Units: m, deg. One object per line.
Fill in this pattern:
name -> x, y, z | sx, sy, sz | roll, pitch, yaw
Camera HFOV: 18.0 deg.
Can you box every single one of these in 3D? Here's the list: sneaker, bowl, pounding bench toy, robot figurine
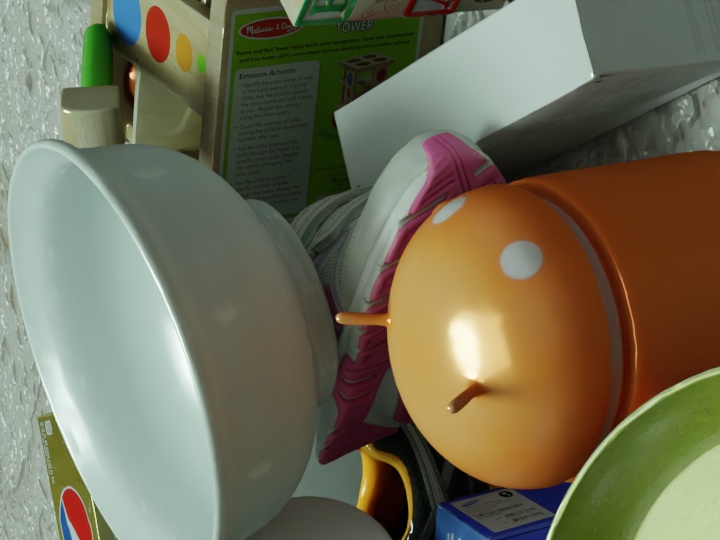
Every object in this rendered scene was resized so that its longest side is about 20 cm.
sneaker -> 0.000, 0.000, 0.996 | 0.088, 0.081, 0.201 | 54, 145, 22
bowl -> -0.071, 0.027, 0.975 | 0.201, 0.090, 0.202 | 45, 146, 42
pounding bench toy -> -0.086, -0.104, 1.125 | 0.156, 0.199, 0.125 | 38, 130, 48
sneaker -> 0.031, 0.151, 1.124 | 0.078, 0.077, 0.202 | 10, 108, 56
robot figurine -> 0.095, 0.018, 0.853 | 0.117, 0.199, 0.145 | -42, 62, 56

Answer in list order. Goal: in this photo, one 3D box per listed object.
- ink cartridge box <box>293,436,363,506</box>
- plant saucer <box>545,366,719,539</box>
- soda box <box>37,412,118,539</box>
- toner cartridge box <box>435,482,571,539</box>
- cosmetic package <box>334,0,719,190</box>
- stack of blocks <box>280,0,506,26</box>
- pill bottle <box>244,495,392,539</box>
ink cartridge box -> -0.039, 0.129, 1.229 | 0.145, 0.082, 0.202 | -1, 97, 59
plant saucer -> 0.147, 0.129, 0.739 | 0.199, 0.031, 0.202 | -1, 87, 34
soda box -> -0.119, 0.169, 1.232 | 0.068, 0.064, 0.202 | -16, 85, 63
toner cartridge box -> 0.079, 0.195, 1.039 | 0.043, 0.094, 0.202 | 31, 124, 53
cosmetic package -> 0.072, -0.080, 0.981 | 0.200, 0.082, 0.051 | -25, 78, 58
stack of blocks -> -0.011, -0.210, 1.050 | 0.201, 0.114, 0.059 | 63, 146, 28
pill bottle -> -0.024, 0.198, 1.052 | 0.109, 0.108, 0.201 | 54, 155, 36
